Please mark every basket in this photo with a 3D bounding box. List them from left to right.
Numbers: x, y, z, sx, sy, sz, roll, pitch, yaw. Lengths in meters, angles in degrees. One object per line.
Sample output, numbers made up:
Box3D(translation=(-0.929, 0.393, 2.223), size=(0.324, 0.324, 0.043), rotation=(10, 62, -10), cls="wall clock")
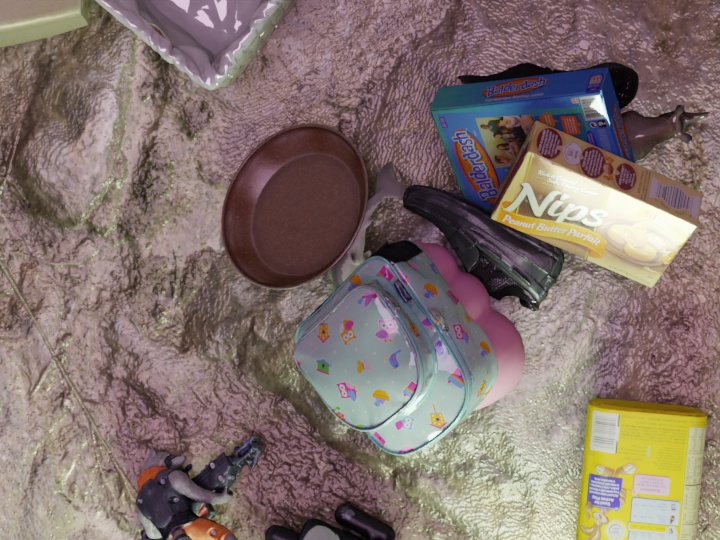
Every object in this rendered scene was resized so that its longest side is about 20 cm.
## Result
Box3D(translation=(-0.175, -0.335, 1.628), size=(0.197, 0.161, 0.201), rotation=(38, 95, 1), cls="basket")

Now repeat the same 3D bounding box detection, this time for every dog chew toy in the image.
Box3D(translation=(0.105, 0.058, 1.649), size=(0.124, 0.125, 0.202), rotation=(-29, 96, 5), cls="dog chew toy")

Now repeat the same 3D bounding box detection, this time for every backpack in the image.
Box3D(translation=(0.040, 0.094, 1.544), size=(0.200, 0.153, 0.176), rotation=(48, 120, 2), cls="backpack")

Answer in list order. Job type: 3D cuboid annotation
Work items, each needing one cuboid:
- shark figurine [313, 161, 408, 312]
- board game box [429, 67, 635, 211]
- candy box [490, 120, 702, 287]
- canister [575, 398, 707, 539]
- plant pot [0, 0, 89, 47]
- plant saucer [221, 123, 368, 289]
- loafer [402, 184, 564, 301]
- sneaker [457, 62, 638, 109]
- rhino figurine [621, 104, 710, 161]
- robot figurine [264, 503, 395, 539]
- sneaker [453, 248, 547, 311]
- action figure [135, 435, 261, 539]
Box3D(translation=(-0.009, -0.018, 1.684), size=(0.127, 0.089, 0.218), rotation=(-1, 104, -29), cls="shark figurine")
Box3D(translation=(0.192, -0.140, 1.579), size=(0.198, 0.045, 0.153), rotation=(-3, 132, 26), cls="board game box")
Box3D(translation=(0.253, -0.070, 1.548), size=(0.198, 0.056, 0.116), rotation=(24, 139, -2), cls="candy box")
Box3D(translation=(0.326, 0.258, 1.671), size=(0.146, 0.087, 0.203), rotation=(5, 93, 4), cls="canister")
Box3D(translation=(-0.401, -0.356, 1.636), size=(0.174, 0.200, 0.203), rotation=(-1, 94, -7), cls="plant pot")
Box3D(translation=(-0.070, -0.070, 1.665), size=(0.198, 0.037, 0.203), rotation=(-11, 67, 28), cls="plant saucer")
Box3D(translation=(0.131, -0.034, 1.611), size=(0.199, 0.068, 0.071), rotation=(27, 87, 11), cls="loafer")
Box3D(translation=(0.217, -0.211, 1.650), size=(0.198, 0.104, 0.061), rotation=(-18, 123, -29), cls="sneaker")
Box3D(translation=(0.304, -0.152, 1.642), size=(0.197, 0.087, 0.061), rotation=(-14, 93, 5), cls="rhino figurine")
Box3D(translation=(-0.030, 0.370, 1.687), size=(0.198, 0.125, 0.152), rotation=(24, 113, 2), cls="robot figurine")
Box3D(translation=(0.218, -0.028, 1.665), size=(0.198, 0.076, 0.115), rotation=(-29, 93, 9), cls="sneaker")
Box3D(translation=(-0.194, 0.277, 1.680), size=(0.200, 0.104, 0.194), rotation=(-48, 54, 10), cls="action figure")
